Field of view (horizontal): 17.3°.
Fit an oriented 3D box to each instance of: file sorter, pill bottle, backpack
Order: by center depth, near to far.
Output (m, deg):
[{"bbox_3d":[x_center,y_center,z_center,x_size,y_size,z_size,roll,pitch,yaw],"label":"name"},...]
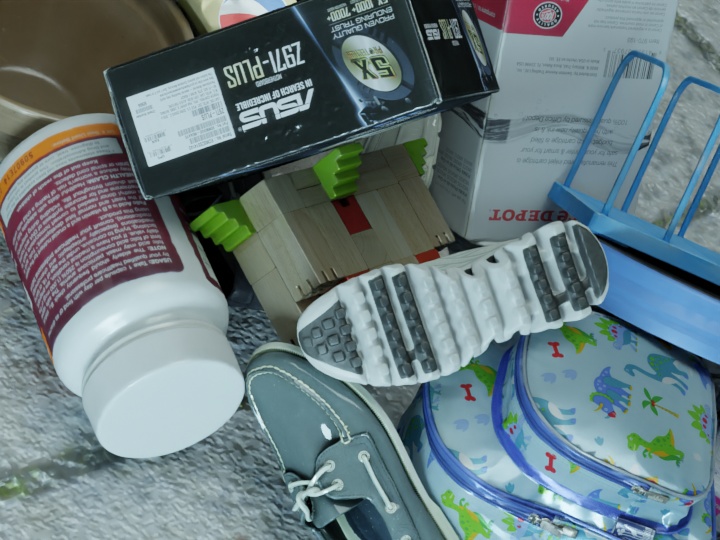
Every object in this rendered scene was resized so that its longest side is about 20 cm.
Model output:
[{"bbox_3d":[-0.150,0.010,1.474,0.114,0.114,0.200,-3,50,-31],"label":"pill bottle"},{"bbox_3d":[0.127,0.113,1.503,0.200,0.147,0.183,18,38,-5],"label":"backpack"},{"bbox_3d":[0.253,-0.055,1.618,0.200,0.123,0.139,23,7,-10],"label":"file sorter"}]

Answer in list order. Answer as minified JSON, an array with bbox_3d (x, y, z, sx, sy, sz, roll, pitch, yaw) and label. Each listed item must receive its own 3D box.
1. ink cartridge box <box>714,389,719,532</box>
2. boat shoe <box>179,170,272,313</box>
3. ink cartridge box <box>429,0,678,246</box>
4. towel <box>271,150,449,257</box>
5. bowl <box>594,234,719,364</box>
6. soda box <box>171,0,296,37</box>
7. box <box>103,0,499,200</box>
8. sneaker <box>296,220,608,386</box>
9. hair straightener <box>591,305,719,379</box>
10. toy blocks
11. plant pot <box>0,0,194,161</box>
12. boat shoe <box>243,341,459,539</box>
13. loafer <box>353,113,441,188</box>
[{"bbox_3d":[0.301,0.122,1.656,0.119,0.042,0.200,38,46,-4],"label":"ink cartridge box"},{"bbox_3d":[-0.101,-0.057,1.599,0.063,0.073,0.200,-7,58,-38],"label":"boat shoe"},{"bbox_3d":[0.134,-0.124,1.697,0.145,0.200,0.083,1,19,-29],"label":"ink cartridge box"},{"bbox_3d":[-0.006,-0.037,1.661,0.132,0.035,0.200,1,49,-28],"label":"towel"},{"bbox_3d":[0.218,0.022,1.590,0.200,0.039,0.201,24,7,-3],"label":"bowl"},{"bbox_3d":[-0.094,-0.191,1.641,0.068,0.064,0.200,-31,81,-13],"label":"soda box"},{"bbox_3d":[-0.033,-0.117,1.471,0.164,0.200,0.086,-23,95,-74],"label":"box"},{"bbox_3d":[0.052,0.023,1.457,0.200,0.081,0.075,-14,95,-19],"label":"sneaker"},{"bbox_3d":[0.192,0.046,1.696,0.200,0.041,0.077,18,51,-20],"label":"hair straightener"},{"bbox_3d":[0.000,0.000,1.517,0.200,0.100,0.137,-18,76,-52],"label":"toy blocks"},{"bbox_3d":[-0.218,-0.136,1.593,0.200,0.093,0.201,15,43,-14],"label":"plant pot"},{"bbox_3d":[-0.008,0.133,1.433,0.200,0.073,0.062,54,37,-4],"label":"boat shoe"},{"bbox_3d":[0.027,-0.145,1.655,0.070,0.070,0.201,10,77,-8],"label":"loafer"}]
